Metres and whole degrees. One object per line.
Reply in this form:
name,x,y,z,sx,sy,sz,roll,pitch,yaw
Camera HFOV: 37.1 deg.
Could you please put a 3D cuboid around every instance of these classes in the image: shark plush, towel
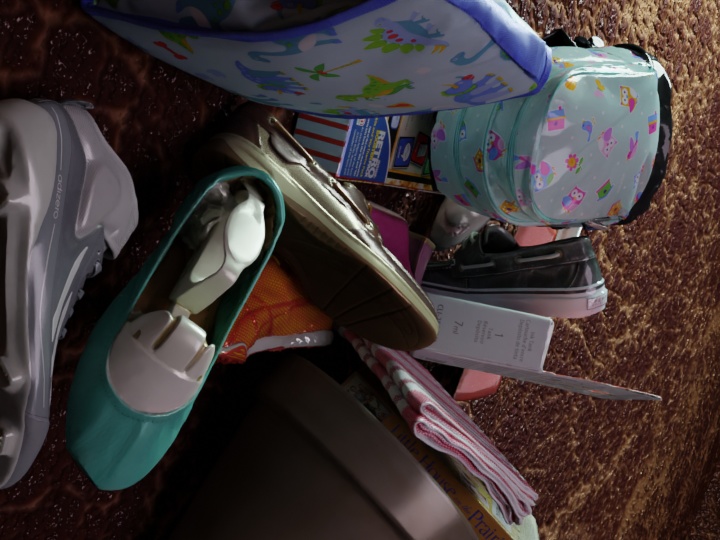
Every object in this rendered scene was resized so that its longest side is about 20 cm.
shark plush,0.114,-0.087,1.000,0.200,0.091,0.083,-62,177,-59
towel,0.040,0.092,0.787,0.030,0.200,0.146,-45,125,2

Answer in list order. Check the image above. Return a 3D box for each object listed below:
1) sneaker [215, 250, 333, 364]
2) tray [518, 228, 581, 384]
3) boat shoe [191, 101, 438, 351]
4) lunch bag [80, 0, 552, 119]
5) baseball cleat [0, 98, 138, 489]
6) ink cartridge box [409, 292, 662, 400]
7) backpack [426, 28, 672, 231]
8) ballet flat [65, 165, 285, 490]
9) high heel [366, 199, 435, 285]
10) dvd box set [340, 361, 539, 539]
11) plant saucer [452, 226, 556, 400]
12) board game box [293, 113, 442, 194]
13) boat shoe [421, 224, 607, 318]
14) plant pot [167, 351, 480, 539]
sneaker,-0.083,0.021,0.704,0.200,0.073,0.077,-9,98,-64
tray,0.189,0.007,1.059,0.108,0.022,0.200,101,13,-52
boat shoe,-0.016,-0.029,0.698,0.200,0.072,0.072,41,52,-15
lunch bag,-0.013,-0.147,0.572,0.170,0.200,0.128,13,96,-60
baseball cleat,-0.159,0.013,0.552,0.106,0.070,0.201,-16,121,-55
ink cartridge box,0.127,0.062,0.826,0.200,0.173,0.044,77,24,-83
backpack,0.149,-0.105,0.823,0.200,0.126,0.167,-6,102,-40
ballet flat,-0.097,0.020,0.579,0.067,0.070,0.200,32,61,-17
high heel,0.000,0.000,0.819,0.200,0.067,0.096,28,86,-58
dvd box set,0.064,0.151,0.849,0.029,0.200,0.146,-44,177,6
plant saucer,0.143,0.040,1.044,0.200,0.037,0.200,49,62,-81
board game box,0.034,-0.138,0.812,0.200,0.046,0.152,2,105,-60
boat shoe,0.114,-0.004,0.887,0.072,0.200,0.071,-15,102,-48
plant pot,-0.043,0.189,0.757,0.174,0.200,0.200,-44,144,-12
